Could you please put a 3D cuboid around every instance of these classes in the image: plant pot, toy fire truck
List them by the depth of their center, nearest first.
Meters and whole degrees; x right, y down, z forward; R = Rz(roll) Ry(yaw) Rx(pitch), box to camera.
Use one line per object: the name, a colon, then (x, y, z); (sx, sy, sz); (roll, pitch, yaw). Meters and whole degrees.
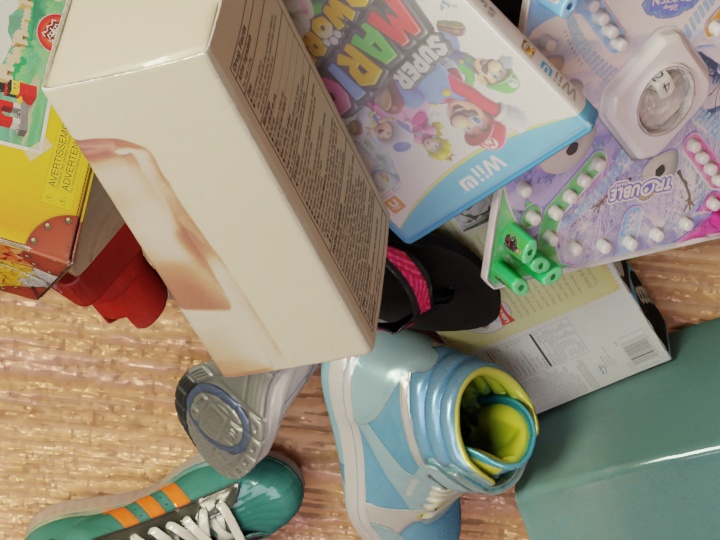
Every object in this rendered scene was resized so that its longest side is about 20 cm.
toy fire truck: (-0.162, -0.029, 1.122); (0.129, 0.175, 0.200); (-50, 140, -15)
plant pot: (0.200, 0.126, 1.189); (0.198, 0.142, 0.142); (-14, 118, 15)

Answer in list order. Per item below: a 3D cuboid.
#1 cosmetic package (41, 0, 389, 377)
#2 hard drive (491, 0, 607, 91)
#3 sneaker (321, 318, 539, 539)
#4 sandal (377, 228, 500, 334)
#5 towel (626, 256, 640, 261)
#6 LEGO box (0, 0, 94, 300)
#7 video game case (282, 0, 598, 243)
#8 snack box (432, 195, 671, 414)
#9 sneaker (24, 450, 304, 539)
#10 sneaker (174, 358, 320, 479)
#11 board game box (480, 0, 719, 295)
cosmetic package: (-0.062, -0.054, 0.939); (0.086, 0.104, 0.201); (-10, 132, 19)
hard drive: (0.020, -0.113, 1.077); (0.199, 0.042, 0.136); (-27, 78, 17)
sneaker: (0.054, 0.122, 1.184); (0.130, 0.080, 0.201); (19, 143, 36)
sandal: (0.000, 0.000, 1.081); (0.075, 0.045, 0.199); (-32, 137, 31)
towel: (0.137, -0.037, 1.169); (0.198, 0.018, 0.087); (-19, 122, 12)
LEGO box: (-0.196, -0.106, 0.958); (0.148, 0.202, 0.077); (17, 162, -17)
video game case: (0.002, -0.110, 0.985); (0.200, 0.018, 0.143); (42, 134, -17)
snack box: (0.089, -0.002, 1.153); (0.115, 0.037, 0.200); (-23, 126, 18)
sneaker: (-0.129, 0.176, 1.261); (0.198, 0.080, 0.072); (-19, 117, 12)
sneaker: (-0.049, 0.052, 1.189); (0.075, 0.087, 0.201); (46, 135, 17)
board game box: (0.163, -0.091, 1.057); (0.198, 0.026, 0.202); (-12, 123, -31)
